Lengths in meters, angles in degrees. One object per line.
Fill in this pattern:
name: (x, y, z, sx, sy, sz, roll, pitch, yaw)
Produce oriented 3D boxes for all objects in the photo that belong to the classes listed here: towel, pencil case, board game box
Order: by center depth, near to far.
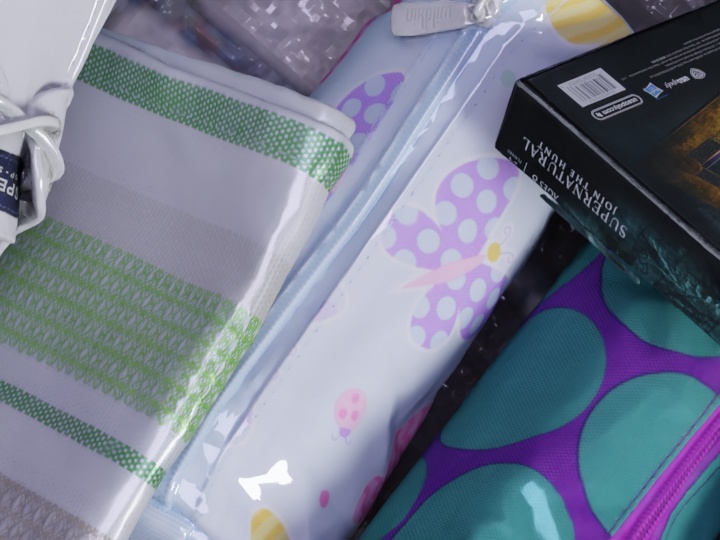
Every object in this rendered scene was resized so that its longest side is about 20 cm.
towel: (-0.104, 0.022, 0.765, 0.149, 0.031, 0.200, 21, 74, 40)
pencil case: (0.059, 0.065, 0.769, 0.200, 0.092, 0.085, -52, 120, -26)
board game box: (0.152, -0.032, 0.777, 0.200, 0.028, 0.135, -23, 54, -37)
pencil case: (0.000, 0.000, 0.793, 0.083, 0.091, 0.200, 33, 79, -1)

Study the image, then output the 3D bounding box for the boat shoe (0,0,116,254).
boat shoe: (-0.104, -0.031, 0.731, 0.065, 0.073, 0.200, 44, 108, 41)
